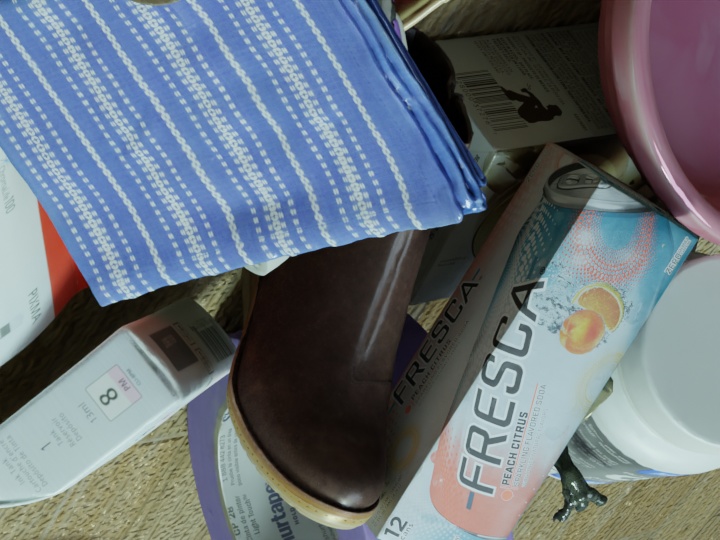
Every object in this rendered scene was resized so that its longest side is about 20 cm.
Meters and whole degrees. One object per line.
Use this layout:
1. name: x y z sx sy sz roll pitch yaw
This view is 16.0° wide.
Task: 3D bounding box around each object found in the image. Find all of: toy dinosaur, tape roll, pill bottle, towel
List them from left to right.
1. towel: -0.062 -0.059 0.968 0.200 0.145 0.024 -13 -149 36
2. tape roll: -0.009 0.118 1.348 0.085 0.200 0.200 -17 149 -27
3. toy dinosaur: 0.079 0.084 1.298 0.047 0.088 0.200 -26 -164 -23
4. pill bottle: 0.149 0.050 1.310 0.114 0.114 0.200 -23 180 -18

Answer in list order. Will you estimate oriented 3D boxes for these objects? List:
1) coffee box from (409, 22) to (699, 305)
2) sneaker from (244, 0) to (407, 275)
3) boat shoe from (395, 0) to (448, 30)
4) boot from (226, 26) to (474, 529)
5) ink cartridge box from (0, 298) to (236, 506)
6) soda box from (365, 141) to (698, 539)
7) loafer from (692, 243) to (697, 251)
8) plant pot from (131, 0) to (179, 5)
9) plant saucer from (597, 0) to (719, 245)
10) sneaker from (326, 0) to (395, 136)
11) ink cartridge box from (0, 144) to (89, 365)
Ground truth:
1. coffee box: 0.103 -0.061 1.304 0.200 0.080 0.113 -10 144 -37
2. sneaker: -0.050 -0.109 1.028 0.114 0.073 0.201 -39 122 -15
3. boat shoe: -0.023 -0.106 1.108 0.200 0.069 0.074 -39 153 13
4. boot: 0.000 0.000 1.181 0.072 0.200 0.166 15 128 -27
5. ink cartridge box: -0.159 0.093 1.232 0.200 0.057 0.163 -41 179 8
6. soda box: 0.071 0.044 1.204 0.064 0.068 0.200 28 97 -26
7. loafer: 0.166 -0.017 1.450 0.200 0.072 0.073 -34 153 2
8. plant pot: -0.022 -0.215 0.819 0.198 0.200 0.200 -29 154 -25
9. plant saucer: 0.184 -0.109 1.243 0.200 0.201 0.051 -6 -175 -41
10. sneaker: -0.038 -0.142 0.968 0.089 0.200 0.077 -8 -170 -5
11. ink cartridge box: -0.157 -0.011 1.100 0.200 0.057 0.163 -9 148 -6
